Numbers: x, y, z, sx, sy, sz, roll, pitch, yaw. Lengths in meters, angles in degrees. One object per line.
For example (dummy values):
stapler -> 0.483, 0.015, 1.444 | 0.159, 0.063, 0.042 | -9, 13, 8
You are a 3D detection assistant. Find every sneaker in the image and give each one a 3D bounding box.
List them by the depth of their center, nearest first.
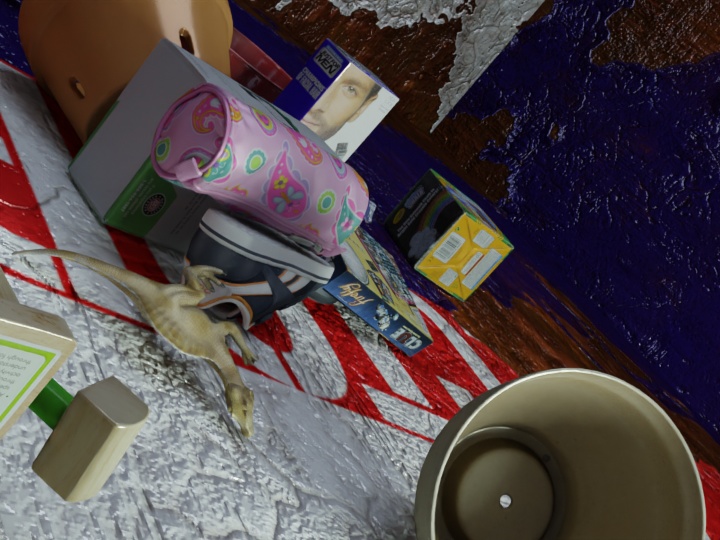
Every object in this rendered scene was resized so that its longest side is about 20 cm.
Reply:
sneaker -> -0.092, 0.003, 0.873 | 0.078, 0.080, 0.200 | 31, 5, 22

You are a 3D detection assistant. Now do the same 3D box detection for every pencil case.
pencil case -> -0.074, -0.075, 0.836 | 0.200, 0.087, 0.087 | 28, 18, -52

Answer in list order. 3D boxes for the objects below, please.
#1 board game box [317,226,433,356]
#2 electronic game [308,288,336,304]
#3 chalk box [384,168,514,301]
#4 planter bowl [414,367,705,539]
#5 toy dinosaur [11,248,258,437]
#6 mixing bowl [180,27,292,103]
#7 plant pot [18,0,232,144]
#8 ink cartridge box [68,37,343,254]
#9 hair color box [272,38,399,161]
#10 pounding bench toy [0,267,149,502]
board game box -> 0.000, 0.000, 1.128 | 0.200, 0.035, 0.136 | 41, 20, -51
electronic game -> -0.088, -0.044, 1.120 | 0.200, 0.042, 0.200 | 46, 14, -15
chalk box -> 0.133, -0.069, 1.683 | 0.124, 0.125, 0.200 | 33, 16, -32
planter bowl -> 0.124, 0.172, 0.743 | 0.200, 0.200, 0.135 | 40, -14, -7
toy dinosaur -> -0.132, 0.026, 0.717 | 0.200, 0.058, 0.101 | 41, 14, -3
mixing bowl -> -0.181, -0.255, 1.409 | 0.200, 0.108, 0.200 | 39, 12, -10
plant pot -> -0.205, -0.186, 0.964 | 0.200, 0.200, 0.140 | 24, 39, -54
ink cartridge box -> -0.129, -0.090, 0.915 | 0.084, 0.146, 0.200 | 47, 13, 35
hair color box -> -0.060, -0.174, 1.280 | 0.109, 0.200, 0.065 | 26, 19, -50
pounding bench toy -> -0.194, 0.016, 0.407 | 0.200, 0.124, 0.156 | 25, 20, -52
